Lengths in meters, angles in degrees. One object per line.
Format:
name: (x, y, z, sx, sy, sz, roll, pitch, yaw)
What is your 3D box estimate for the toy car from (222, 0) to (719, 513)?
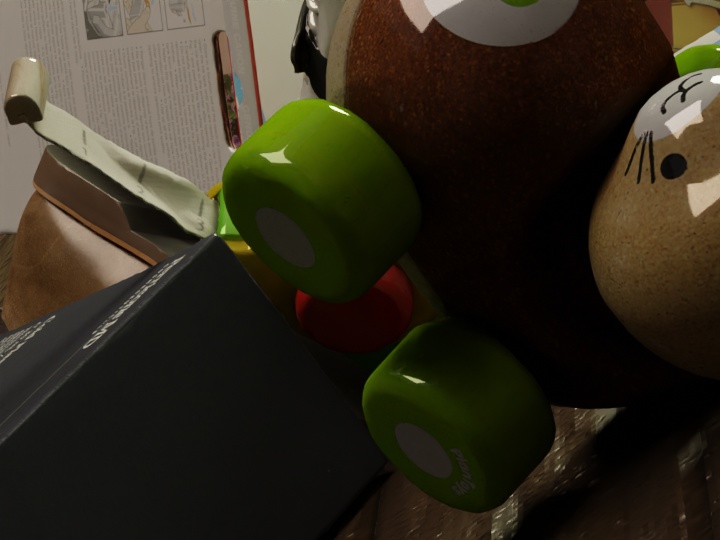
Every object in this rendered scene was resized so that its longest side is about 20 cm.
toy car: (0.093, -0.029, 0.786, 0.164, 0.158, 0.199, -45, 26, -27)

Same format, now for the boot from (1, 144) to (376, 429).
boot: (-0.064, 0.028, 1.076, 0.200, 0.073, 0.076, 34, 103, 40)

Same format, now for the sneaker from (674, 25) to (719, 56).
sneaker: (0.119, -0.044, 0.965, 0.199, 0.072, 0.073, -20, 61, 32)

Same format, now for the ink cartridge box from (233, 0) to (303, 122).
ink cartridge box: (-0.044, -0.088, 1.312, 0.199, 0.126, 0.128, -11, -8, -41)

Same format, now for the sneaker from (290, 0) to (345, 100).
sneaker: (0.010, -0.091, 1.038, 0.074, 0.089, 0.200, -46, 5, -36)

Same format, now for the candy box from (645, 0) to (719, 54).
candy box: (0.077, -0.103, 1.085, 0.056, 0.118, 0.200, 5, -17, -20)

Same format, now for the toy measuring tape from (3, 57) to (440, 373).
toy measuring tape: (-0.028, -0.027, 0.990, 0.073, 0.200, 0.074, -38, 32, 29)

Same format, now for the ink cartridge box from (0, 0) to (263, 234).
ink cartridge box: (-0.090, -0.073, 1.176, 0.050, 0.110, 0.199, -12, 8, -41)

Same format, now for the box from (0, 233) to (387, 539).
box: (-0.124, 0.104, 0.981, 0.200, 0.104, 0.182, -46, 14, -35)

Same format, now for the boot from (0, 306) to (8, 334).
boot: (-0.190, 0.023, 1.301, 0.200, 0.173, 0.070, -60, -7, -59)
